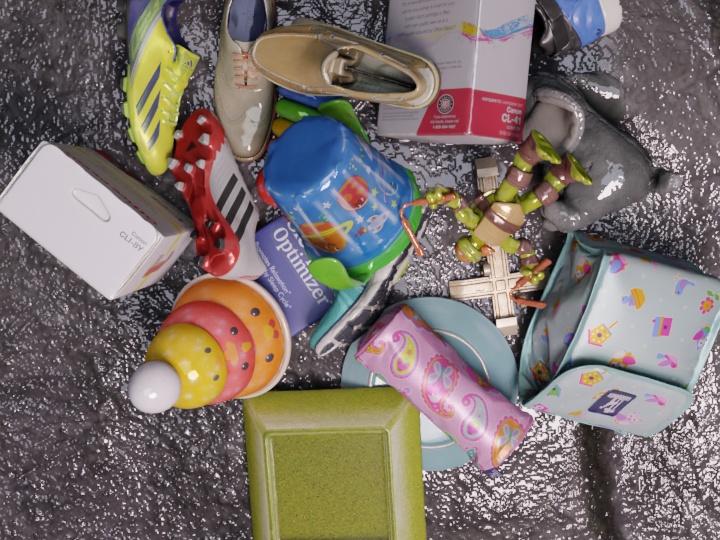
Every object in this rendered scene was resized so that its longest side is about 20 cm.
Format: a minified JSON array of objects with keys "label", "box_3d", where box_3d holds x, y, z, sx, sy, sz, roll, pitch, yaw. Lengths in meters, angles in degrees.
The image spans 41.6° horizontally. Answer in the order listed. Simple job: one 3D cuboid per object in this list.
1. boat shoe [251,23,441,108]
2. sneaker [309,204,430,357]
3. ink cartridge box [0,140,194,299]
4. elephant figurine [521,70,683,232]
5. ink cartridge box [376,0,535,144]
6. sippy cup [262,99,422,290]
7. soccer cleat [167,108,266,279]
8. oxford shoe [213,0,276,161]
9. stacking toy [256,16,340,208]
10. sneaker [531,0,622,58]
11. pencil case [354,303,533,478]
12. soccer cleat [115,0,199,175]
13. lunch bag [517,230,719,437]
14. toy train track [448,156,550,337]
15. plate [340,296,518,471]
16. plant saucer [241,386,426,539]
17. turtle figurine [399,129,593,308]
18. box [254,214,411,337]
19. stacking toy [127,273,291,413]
[{"label":"boat shoe","box_3d":[-0.024,-0.201,0.922,0.199,0.076,0.072,11,105,18]},{"label":"sneaker","box_3d":[0.000,0.000,1.010,0.079,0.078,0.200,29,86,16]},{"label":"ink cartridge box","box_3d":[-0.259,-0.053,0.961,0.145,0.200,0.083,39,93,-3]},{"label":"elephant figurine","box_3d":[0.208,-0.149,0.985,0.155,0.142,0.200,-25,98,7]},{"label":"ink cartridge box","box_3d":[0.098,-0.233,0.971,0.085,0.147,0.201,4,95,-37]},{"label":"sippy cup","box_3d":[-0.026,-0.081,0.937,0.140,0.130,0.178,-42,50,3]},{"label":"soccer cleat","box_3d":[-0.148,-0.079,1.008,0.069,0.085,0.201,-29,63,27]},{"label":"oxford shoe","box_3d":[-0.127,-0.218,1.013,0.071,0.074,0.201,-1,95,-2]},{"label":"stacking toy","box_3d":[-0.064,-0.163,1.017,0.085,0.085,0.201,20,98,-2]},{"label":"sneaker","box_3d":[0.187,-0.325,1.004,0.111,0.077,0.200,-28,100,-8]},{"label":"pencil case","box_3d":[0.087,0.125,1.001,0.200,0.087,0.087,43,93,-4]},{"label":"soccer cleat","box_3d":[-0.214,-0.204,1.019,0.083,0.065,0.201,-4,94,-2]},{"label":"lunch bag","box_3d":[0.273,0.077,1.008,0.170,0.122,0.201,14,103,-18]},{"label":"toy train track","box_3d":[0.151,-0.025,1.047,0.114,0.033,0.201,-8,95,0]},{"label":"plate","box_3d":[0.077,0.130,1.056,0.199,0.026,0.201,1,98,4]},{"label":"plant saucer","box_3d":[-0.031,0.233,1.043,0.199,0.048,0.201,-3,98,6]},{"label":"turtle figurine","box_3d":[0.150,-0.054,0.941,0.200,0.064,0.161,34,117,-22]},{"label":"box","box_3d":[-0.050,-0.015,1.050,0.200,0.032,0.121,-34,94,1]},{"label":"stacking toy","box_3d":[-0.169,0.096,0.961,0.146,0.200,0.147,6,109,18]}]
